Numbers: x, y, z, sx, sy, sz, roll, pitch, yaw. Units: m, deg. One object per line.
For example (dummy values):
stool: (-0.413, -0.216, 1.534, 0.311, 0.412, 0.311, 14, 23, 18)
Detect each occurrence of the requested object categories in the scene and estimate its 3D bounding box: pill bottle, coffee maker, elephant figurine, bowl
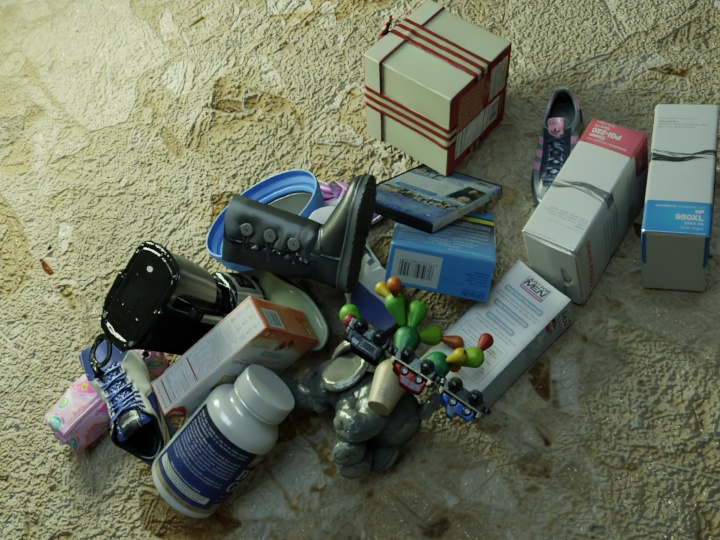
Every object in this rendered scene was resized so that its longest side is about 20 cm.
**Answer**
pill bottle: (-0.179, 0.224, 1.183, 0.200, 0.111, 0.111, -49, 53, 16)
coffee maker: (-0.259, 0.069, 1.267, 0.192, 0.199, 0.136, -38, 57, 19)
elephant figurine: (-0.015, 0.162, 1.187, 0.153, 0.143, 0.201, -1, 37, -28)
bowl: (-0.144, -0.076, 1.362, 0.199, 0.040, 0.202, -23, 32, 16)

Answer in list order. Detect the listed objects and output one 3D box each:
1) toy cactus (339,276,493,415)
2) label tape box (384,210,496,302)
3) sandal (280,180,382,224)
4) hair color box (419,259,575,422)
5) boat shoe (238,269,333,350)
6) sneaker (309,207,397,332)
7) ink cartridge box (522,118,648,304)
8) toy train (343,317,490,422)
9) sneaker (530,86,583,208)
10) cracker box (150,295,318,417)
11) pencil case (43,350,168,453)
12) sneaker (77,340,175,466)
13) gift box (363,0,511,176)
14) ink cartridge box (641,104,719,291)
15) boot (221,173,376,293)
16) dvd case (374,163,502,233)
toy cactus: (0.057, 0.101, 1.114, 0.198, 0.103, 0.166, 23, 57, 5)
label tape box: (0.115, -0.034, 1.252, 0.141, 0.067, 0.200, 10, 21, 3)
sandal: (-0.050, -0.115, 1.411, 0.200, 0.050, 0.083, 12, 65, 27)
hair color box: (0.184, 0.093, 1.193, 0.200, 0.061, 0.099, -44, 55, -7)
boat shoe: (-0.103, 0.053, 1.322, 0.201, 0.060, 0.072, 38, 102, 34)
sneaker: (0.000, -0.001, 1.300, 0.080, 0.115, 0.201, -31, 85, 7)
ink cartridge box: (0.307, -0.077, 1.195, 0.084, 0.146, 0.201, 23, 70, 29)
toy train: (0.064, 0.123, 1.055, 0.199, 0.034, 0.046, 32, 80, 10)
sneaker: (0.284, -0.178, 1.302, 0.069, 0.082, 0.202, 1, 61, 20)
cracker box: (-0.172, 0.127, 1.227, 0.199, 0.134, 0.058, -40, 63, 17)
pencil case: (-0.380, 0.178, 1.339, 0.200, 0.088, 0.087, -44, 56, -8)
sneaker: (-0.322, 0.186, 1.244, 0.080, 0.115, 0.201, -31, 88, -9)
gift box: (0.115, -0.287, 1.367, 0.186, 0.186, 0.200, 32, 56, 23)
ink cartridge box: (0.420, -0.096, 1.164, 0.083, 0.145, 0.202, 4, 63, 21)
boot: (-0.088, -0.072, 1.223, 0.198, 0.066, 0.167, 16, 95, 19)
dvd case: (0.099, -0.110, 1.299, 0.142, 0.018, 0.199, 21, 32, 31)
